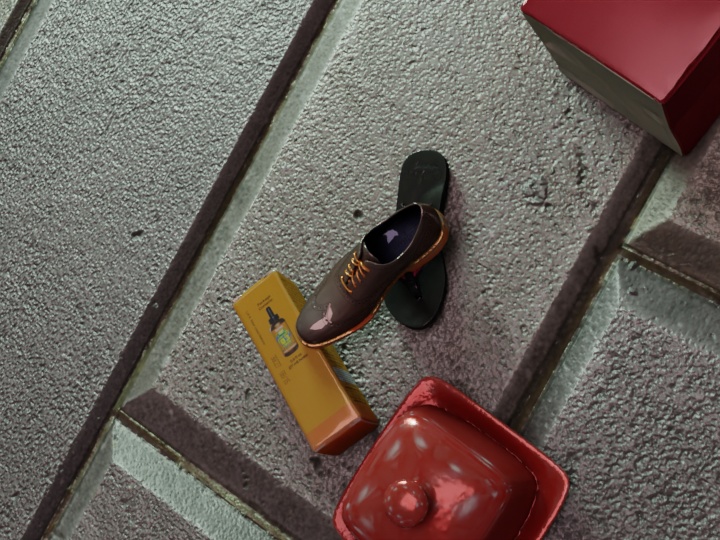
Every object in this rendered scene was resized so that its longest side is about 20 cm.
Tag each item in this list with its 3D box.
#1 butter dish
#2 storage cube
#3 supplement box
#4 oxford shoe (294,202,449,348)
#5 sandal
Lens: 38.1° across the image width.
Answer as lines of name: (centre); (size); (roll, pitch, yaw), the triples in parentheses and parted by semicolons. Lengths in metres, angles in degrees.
butter dish: (0.066, 0.224, 1.008); (0.199, 0.148, 0.201); (35, 94, 27)
storage cube: (0.289, -0.250, 1.004); (0.200, 0.171, 0.180); (40, 97, 25)
supplement box: (-0.061, 0.100, 1.137); (0.066, 0.069, 0.201); (-36, 68, 11)
oxford shoe: (0.000, 0.000, 1.075); (0.200, 0.073, 0.071); (-45, 66, 6)
sandal: (0.056, -0.037, 1.127); (0.074, 0.045, 0.202); (0, 78, 23)
